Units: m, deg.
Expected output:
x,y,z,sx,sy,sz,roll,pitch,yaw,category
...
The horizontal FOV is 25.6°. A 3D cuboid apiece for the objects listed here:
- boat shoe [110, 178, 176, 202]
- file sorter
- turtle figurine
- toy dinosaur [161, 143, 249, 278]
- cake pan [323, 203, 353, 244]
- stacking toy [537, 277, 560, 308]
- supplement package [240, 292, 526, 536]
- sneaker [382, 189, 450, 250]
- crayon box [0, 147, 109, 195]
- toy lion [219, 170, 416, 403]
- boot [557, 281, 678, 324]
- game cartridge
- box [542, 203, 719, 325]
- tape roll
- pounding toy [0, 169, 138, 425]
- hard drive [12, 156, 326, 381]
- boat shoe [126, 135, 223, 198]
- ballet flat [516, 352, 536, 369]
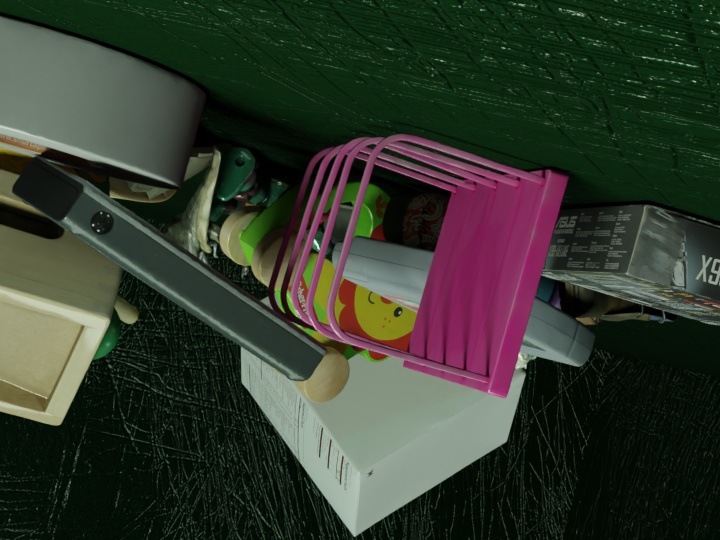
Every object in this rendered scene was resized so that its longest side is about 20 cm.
x,y,z,sx,sy,sz,roll,pitch,yaw,category
-0.277,-0.106,1.529,0.200,0.072,0.065,9,-179,-28,boat shoe
0.026,-0.010,1.021,0.125,0.139,0.200,17,177,-13,file sorter
-0.084,-0.045,1.390,0.150,0.101,0.200,8,165,-1,turtle figurine
-0.127,-0.021,1.309,0.088,0.047,0.200,49,147,5,toy dinosaur
0.049,-0.028,1.660,0.200,0.037,0.200,15,177,1,cake pan
0.116,0.000,1.466,0.200,0.085,0.085,21,176,-21,stacking toy
0.017,0.103,1.511,0.200,0.191,0.147,52,159,25,supplement package
0.115,-0.011,1.288,0.108,0.067,0.201,16,176,39,sneaker
-0.305,-0.069,1.193,0.200,0.058,0.119,-19,147,13,crayon box
0.000,0.000,1.301,0.069,0.192,0.200,34,151,46,toy lion
0.216,0.008,1.317,0.097,0.075,0.200,-4,174,13,boot
0.088,0.026,1.239,0.200,0.041,0.133,25,168,-41,game cartridge
0.220,0.000,1.084,0.158,0.050,0.200,16,177,-12,box
-0.203,-0.109,1.014,0.200,0.066,0.200,16,177,1,tape roll
-0.249,0.013,1.178,0.200,0.142,0.184,17,141,-14,pounding toy
-0.128,-0.001,1.052,0.200,0.033,0.140,37,174,-27,hard drive
-0.161,-0.102,1.278,0.063,0.073,0.200,58,-176,0,boat shoe
0.073,0.038,1.410,0.200,0.072,0.072,16,178,25,ballet flat
